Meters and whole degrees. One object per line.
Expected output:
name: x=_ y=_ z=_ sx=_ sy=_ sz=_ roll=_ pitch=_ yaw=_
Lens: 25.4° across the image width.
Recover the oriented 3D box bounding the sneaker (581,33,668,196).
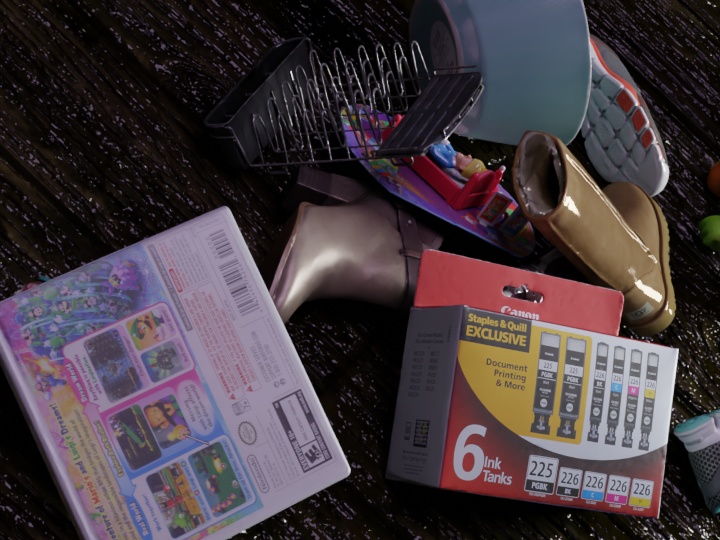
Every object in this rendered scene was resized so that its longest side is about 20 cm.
sneaker: x=0.250 y=-0.159 z=1.537 sx=0.081 sy=0.077 sz=0.201 roll=-5 pitch=60 yaw=-44

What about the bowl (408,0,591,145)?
bowl: x=0.110 y=-0.196 z=1.404 sx=0.104 sy=0.201 sz=0.202 roll=-12 pitch=62 yaw=-17

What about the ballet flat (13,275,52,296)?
ballet flat: x=-0.151 y=0.071 z=1.094 sx=0.199 sy=0.076 sz=0.064 roll=26 pitch=77 yaw=-10

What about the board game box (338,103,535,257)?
board game box: x=0.075 y=-0.092 z=1.339 sx=0.199 sy=0.039 sz=0.158 roll=26 pitch=25 yaw=-24

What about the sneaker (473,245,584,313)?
sneaker: x=0.146 y=0.058 z=1.294 sx=0.116 sy=0.076 sz=0.200 roll=52 pitch=44 yaw=6

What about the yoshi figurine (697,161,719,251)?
yoshi figurine: x=0.387 y=-0.020 z=1.528 sx=0.201 sy=0.111 sz=0.112 roll=-96 pitch=164 yaw=-51

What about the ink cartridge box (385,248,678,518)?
ink cartridge box: x=0.133 y=0.085 z=1.201 sx=0.198 sy=0.084 sz=0.177 roll=11 pitch=83 yaw=-27

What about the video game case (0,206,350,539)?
video game case: x=-0.125 y=0.082 z=1.048 sx=0.181 sy=0.024 sz=0.201 roll=-24 pitch=87 yaw=-22

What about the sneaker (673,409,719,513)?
sneaker: x=0.353 y=0.164 z=1.369 sx=0.198 sy=0.077 sz=0.092 roll=-1 pitch=73 yaw=-31

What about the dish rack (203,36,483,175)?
dish rack: x=-0.007 y=-0.134 z=1.272 sx=0.154 sy=0.198 sz=0.055 roll=-56 pitch=137 yaw=-47

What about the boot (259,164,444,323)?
boot: x=0.000 y=0.000 z=1.240 sx=0.145 sy=0.070 sz=0.201 roll=28 pitch=44 yaw=-14

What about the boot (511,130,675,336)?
boot: x=0.195 y=-0.057 z=1.354 sx=0.200 sy=0.066 sz=0.176 roll=42 pitch=26 yaw=-40
